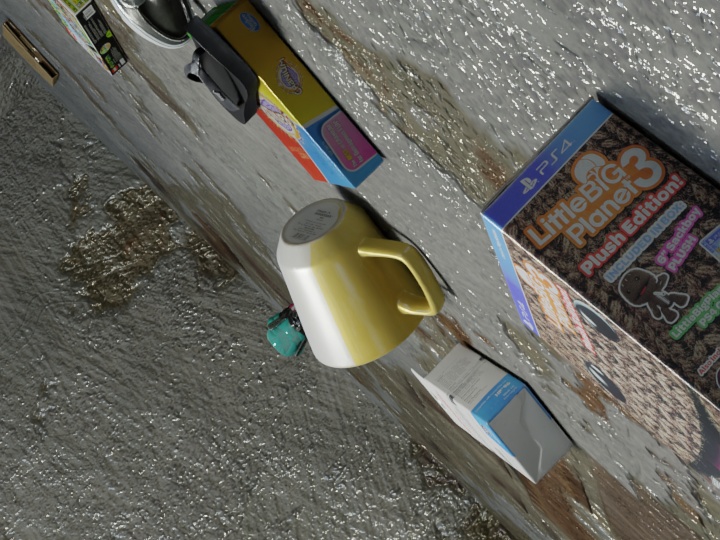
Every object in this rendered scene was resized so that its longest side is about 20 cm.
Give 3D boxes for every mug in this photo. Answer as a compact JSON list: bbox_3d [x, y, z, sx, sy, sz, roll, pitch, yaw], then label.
[{"bbox_3d":[-0.004,-0.003,1.763,0.150,0.185,0.154,-86,-29,-55],"label":"mug"}]

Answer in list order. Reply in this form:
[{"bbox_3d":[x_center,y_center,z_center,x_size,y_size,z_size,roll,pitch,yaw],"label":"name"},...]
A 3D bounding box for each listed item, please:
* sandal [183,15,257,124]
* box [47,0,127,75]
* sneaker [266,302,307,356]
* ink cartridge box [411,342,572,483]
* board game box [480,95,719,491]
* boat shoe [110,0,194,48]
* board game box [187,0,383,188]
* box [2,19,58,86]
[{"bbox_3d":[-0.132,-0.176,1.468,0.076,0.043,0.200,44,172,13],"label":"sandal"},{"bbox_3d":[-0.412,-0.373,2.297,0.110,0.035,0.200,44,172,18],"label":"box"},{"bbox_3d":[-0.102,0.091,2.678,0.084,0.121,0.200,46,172,-7],"label":"sneaker"},{"bbox_3d":[0.153,0.161,1.872,0.116,0.068,0.200,50,171,-29],"label":"ink cartridge box"},{"bbox_3d":[0.183,0.024,0.910,0.200,0.097,0.160,41,171,29],"label":"board game box"},{"bbox_3d":[-0.231,-0.303,1.571,0.201,0.069,0.057,53,169,-26],"label":"boat shoe"},{"bbox_3d":[-0.075,-0.169,1.507,0.200,0.040,0.153,49,172,-15],"label":"board game box"},{"bbox_3d":[-0.746,-0.489,3.533,0.164,0.021,0.200,48,172,-9],"label":"box"}]
